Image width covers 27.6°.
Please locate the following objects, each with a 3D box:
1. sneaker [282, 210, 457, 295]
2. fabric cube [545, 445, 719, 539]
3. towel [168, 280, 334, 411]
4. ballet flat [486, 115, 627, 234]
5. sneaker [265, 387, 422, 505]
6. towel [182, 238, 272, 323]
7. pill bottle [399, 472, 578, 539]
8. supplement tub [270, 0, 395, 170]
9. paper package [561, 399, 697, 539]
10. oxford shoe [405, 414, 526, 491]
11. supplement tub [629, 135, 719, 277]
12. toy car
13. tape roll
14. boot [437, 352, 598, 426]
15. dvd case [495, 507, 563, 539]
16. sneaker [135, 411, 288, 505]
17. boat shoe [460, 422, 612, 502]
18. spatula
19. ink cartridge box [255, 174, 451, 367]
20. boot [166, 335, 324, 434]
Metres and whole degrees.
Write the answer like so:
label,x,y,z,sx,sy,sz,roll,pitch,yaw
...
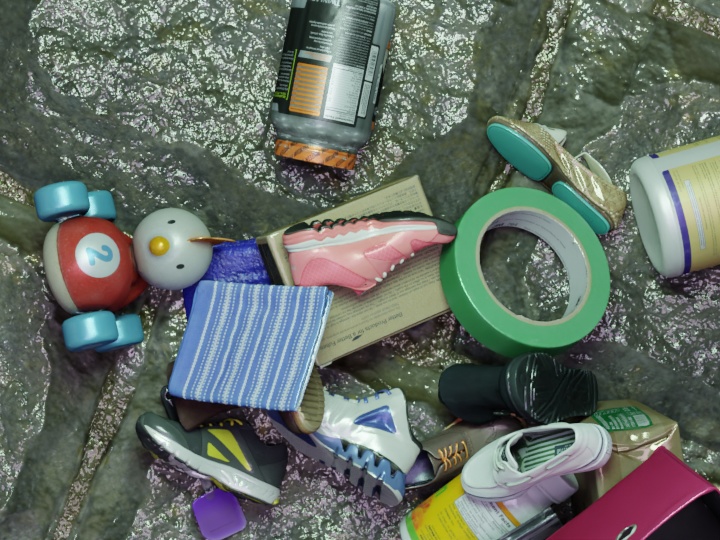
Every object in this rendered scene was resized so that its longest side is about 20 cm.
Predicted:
label,x,y,z,sx,sy,sz,roll,pitch,yaw
sneaker,0.012,-0.018,1.650,0.199,0.074,0.087,-7,100,-10
fabric cube,0.320,0.328,1.505,0.196,0.199,0.200,-39,96,1
towel,-0.127,0.080,1.629,0.199,0.024,0.145,2,69,39
ballet flat,0.238,-0.126,1.743,0.200,0.070,0.065,42,66,-6
sneaker,-0.007,0.176,1.720,0.199,0.081,0.115,35,62,8
towel,-0.135,0.063,1.751,0.147,0.050,0.201,-7,95,-1
pill bottle,0.154,0.283,1.725,0.200,0.111,0.111,-39,94,13
supplement tub,-0.035,-0.223,1.693,0.122,0.123,0.201,12,95,-2
paper package,0.308,0.254,1.698,0.103,0.200,0.192,-10,94,-2
oxford shoe,0.108,0.225,1.755,0.199,0.073,0.072,-22,94,1
supplement tub,0.427,-0.085,1.699,0.199,0.145,0.146,-15,95,1
toy car,-0.244,-0.020,1.670,0.199,0.177,0.185,-15,84,8
tape roll,0.192,0.003,1.701,0.199,0.048,0.201,9,64,-18
boot,0.157,0.138,1.667,0.168,0.200,0.077,-5,81,33
dvd case,0.181,0.347,1.716,0.148,0.200,0.016,-32,60,2
sneaker,-0.175,0.209,1.745,0.200,0.074,0.085,31,69,-21
boat shoe,0.179,0.201,1.612,0.200,0.067,0.074,-27,53,36
spatula,-0.199,0.233,1.776,0.056,0.021,0.201,-24,92,-15
ink cartridge box,0.000,0.000,1.711,0.199,0.075,0.165,-22,96,-17
boot,-0.133,0.139,1.669,0.166,0.072,0.200,-38,52,19
